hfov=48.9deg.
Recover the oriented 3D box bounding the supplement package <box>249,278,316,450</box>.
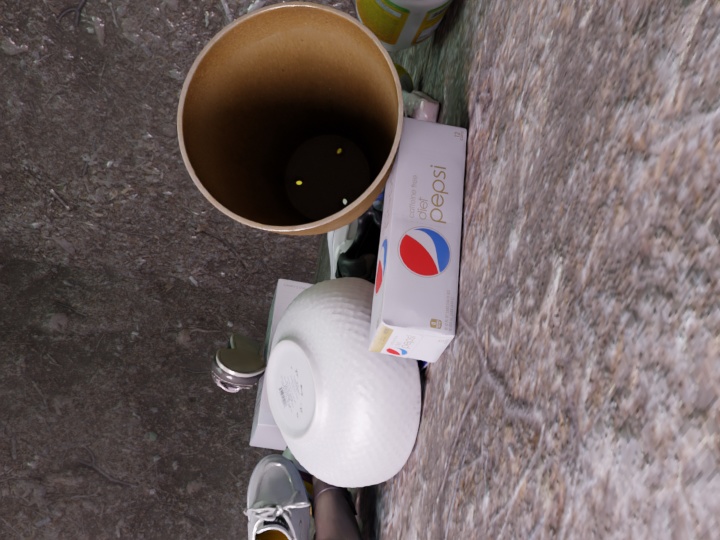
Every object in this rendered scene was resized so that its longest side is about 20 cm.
[{"bbox_3d":[-0.063,0.142,1.109,0.151,0.149,0.203,117,161,-65],"label":"supplement package"}]

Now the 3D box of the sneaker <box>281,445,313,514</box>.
[{"bbox_3d":[-0.047,0.267,1.016,0.091,0.074,0.201,-67,-23,-20],"label":"sneaker"}]

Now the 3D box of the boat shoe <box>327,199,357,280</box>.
[{"bbox_3d":[0.000,0.000,0.954,0.065,0.073,0.204,-22,60,56],"label":"boat shoe"}]

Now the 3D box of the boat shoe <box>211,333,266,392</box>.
[{"bbox_3d":[-0.160,0.131,1.029,0.200,0.066,0.058,-121,53,-83],"label":"boat shoe"}]

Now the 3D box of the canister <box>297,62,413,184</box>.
[{"bbox_3d":[-0.008,-0.174,1.068,0.201,0.086,0.150,-55,-16,-35],"label":"canister"}]

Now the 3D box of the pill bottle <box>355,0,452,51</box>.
[{"bbox_3d":[0.052,-0.328,0.927,0.200,0.109,0.113,160,119,-84],"label":"pill bottle"}]

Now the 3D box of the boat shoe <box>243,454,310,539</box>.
[{"bbox_3d":[-0.089,0.273,0.834,0.087,0.073,0.204,95,174,-47],"label":"boat shoe"}]

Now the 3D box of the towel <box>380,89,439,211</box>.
[{"bbox_3d":[0.053,-0.118,0.978,0.191,0.032,0.203,-99,18,-72],"label":"towel"}]

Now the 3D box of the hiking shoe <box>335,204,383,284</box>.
[{"bbox_3d":[0.001,0.026,0.841,0.100,0.075,0.203,36,-124,-49],"label":"hiking shoe"}]

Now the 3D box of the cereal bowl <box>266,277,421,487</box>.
[{"bbox_3d":[-0.033,0.110,0.762,0.199,0.082,0.204,8,99,53],"label":"cereal bowl"}]

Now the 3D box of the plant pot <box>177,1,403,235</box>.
[{"bbox_3d":[-0.044,-0.109,0.723,0.200,0.183,0.190,47,-129,-78],"label":"plant pot"}]

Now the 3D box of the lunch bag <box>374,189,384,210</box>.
[{"bbox_3d":[-0.049,-0.143,1.201,0.083,0.196,0.162,95,-179,-48],"label":"lunch bag"}]

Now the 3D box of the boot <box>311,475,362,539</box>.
[{"bbox_3d":[-0.029,0.283,0.864,0.201,0.069,0.148,91,171,-52],"label":"boot"}]

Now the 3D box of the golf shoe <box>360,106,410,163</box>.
[{"bbox_3d":[0.026,-0.163,0.907,0.095,0.077,0.201,-48,22,30],"label":"golf shoe"}]

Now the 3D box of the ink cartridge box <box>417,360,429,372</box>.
[{"bbox_3d":[0.053,0.001,0.778,0.095,0.036,0.203,116,161,-69],"label":"ink cartridge box"}]

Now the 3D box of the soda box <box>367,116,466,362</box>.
[{"bbox_3d":[0.051,-0.029,0.692,0.068,0.063,0.203,111,167,-64],"label":"soda box"}]
